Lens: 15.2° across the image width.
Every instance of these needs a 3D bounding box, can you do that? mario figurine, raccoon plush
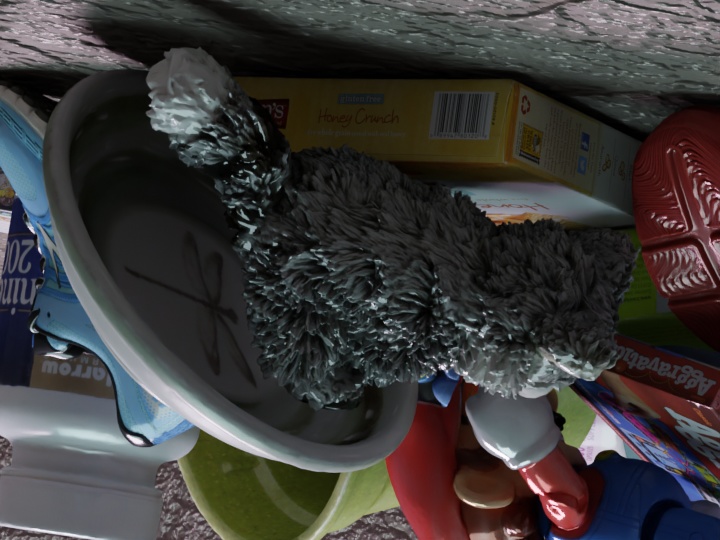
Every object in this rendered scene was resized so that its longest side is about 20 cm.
[{"bbox_3d":[0.106,0.086,1.151,0.199,0.124,0.106,16,-142,18],"label":"mario figurine"},{"bbox_3d":[0.018,-0.010,1.027,0.133,0.097,0.200,-6,153,29],"label":"raccoon plush"}]

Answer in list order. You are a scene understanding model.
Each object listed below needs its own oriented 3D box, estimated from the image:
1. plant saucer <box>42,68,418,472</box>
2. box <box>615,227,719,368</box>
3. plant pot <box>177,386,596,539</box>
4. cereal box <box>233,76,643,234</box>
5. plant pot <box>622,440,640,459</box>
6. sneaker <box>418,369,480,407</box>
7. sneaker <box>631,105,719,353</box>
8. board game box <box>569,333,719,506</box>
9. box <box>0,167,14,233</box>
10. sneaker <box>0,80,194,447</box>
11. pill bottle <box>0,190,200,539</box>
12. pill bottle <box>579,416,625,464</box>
[{"bbox_3d":[-0.063,0.009,1.126,0.050,0.201,0.200,-41,146,27],"label":"plant saucer"},{"bbox_3d":[0.154,0.028,1.229,0.122,0.048,0.200,-8,161,37],"label":"box"},{"bbox_3d":[0.022,0.046,1.443,0.183,0.202,0.200,-2,180,-34],"label":"plant pot"},{"bbox_3d":[0.051,-0.043,1.161,0.143,0.040,0.200,2,170,33],"label":"cereal box"},{"bbox_3d":[0.240,0.113,1.468,0.199,0.162,0.201,-7,-173,1],"label":"plant pot"},{"bbox_3d":[0.000,0.000,1.255,0.200,0.071,0.083,44,-156,21],"label":"sneaker"},{"bbox_3d":[0.187,-0.015,1.112,0.078,0.116,0.200,-5,132,40],"label":"sneaker"},{"bbox_3d":[0.157,0.082,1.173,0.103,0.020,0.200,18,162,42],"label":"board game box"},{"bbox_3d":[-0.164,-0.037,1.526,0.199,0.035,0.110,11,173,-17],"label":"box"},{"bbox_3d":[-0.129,-0.004,1.224,0.200,0.090,0.078,52,-166,24],"label":"sneaker"},{"bbox_3d":[-0.128,0.033,1.351,0.110,0.201,0.111,8,174,1],"label":"pill bottle"},{"bbox_3d":[0.074,0.056,1.677,0.199,0.113,0.112,7,173,8],"label":"pill bottle"}]
